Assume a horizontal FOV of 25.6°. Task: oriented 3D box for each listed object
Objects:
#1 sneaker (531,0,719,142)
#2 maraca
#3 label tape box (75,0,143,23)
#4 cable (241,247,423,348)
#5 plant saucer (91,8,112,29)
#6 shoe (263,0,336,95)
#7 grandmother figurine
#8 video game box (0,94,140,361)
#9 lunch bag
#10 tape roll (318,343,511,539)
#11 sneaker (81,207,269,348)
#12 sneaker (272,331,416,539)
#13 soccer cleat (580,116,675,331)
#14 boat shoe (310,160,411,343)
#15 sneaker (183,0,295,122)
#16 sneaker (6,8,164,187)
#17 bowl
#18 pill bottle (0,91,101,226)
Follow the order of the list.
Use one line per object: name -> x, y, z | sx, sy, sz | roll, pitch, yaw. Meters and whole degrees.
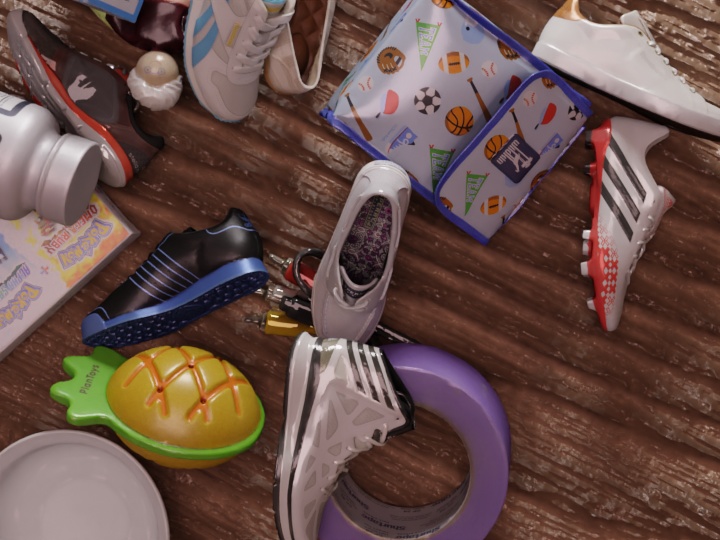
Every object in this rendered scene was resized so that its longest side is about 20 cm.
sneaker -> 0.264, -0.189, 1.457 | 0.200, 0.073, 0.085 | 27, 92, 3
maraca -> -0.188, 0.123, 1.484 | 0.200, 0.137, 0.107 | 14, 120, -2
label tape box -> -0.258, -0.324, 1.465 | 0.200, 0.066, 0.143 | 27, 97, 46
cable -> -0.009, 0.044, 1.515 | 0.200, 0.050, 0.097 | 23, 96, -6
plant saucer -> -0.179, -0.312, 1.517 | 0.200, 0.031, 0.200 | 0, 92, 5
shoe -> -0.048, -0.263, 1.484 | 0.070, 0.053, 0.200 | 4, 97, -23
grandmother figurine -> -0.186, -0.249, 1.478 | 0.121, 0.061, 0.200 | 4, 90, 14
video game box -> -0.347, -0.037, 1.536 | 0.200, 0.047, 0.182 | -42, 90, 5
lunch bag -> 0.091, -0.144, 1.455 | 0.200, 0.124, 0.170 | 39, 96, -11
tape roll -> 0.039, 0.173, 1.469 | 0.200, 0.085, 0.200 | 1, 102, 6
sneaker -> -0.183, 0.009, 1.517 | 0.200, 0.070, 0.078 | -23, 67, 12
sneaker -> -0.012, 0.159, 1.391 | 0.115, 0.076, 0.201 | 7, 101, 8
soccer cleat -> 0.249, -0.043, 1.468 | 0.085, 0.069, 0.200 | 1, 87, 10
boat shoe -> 0.000, 0.000, 1.423 | 0.072, 0.069, 0.200 | 23, 120, -2
sneaker -> -0.107, -0.226, 1.444 | 0.081, 0.076, 0.200 | 23, 121, 33
sneaker -> -0.263, -0.175, 1.523 | 0.082, 0.077, 0.200 | -36, 89, -21
bowl -> -0.271, 0.247, 1.516 | 0.201, 0.090, 0.201 | 0, 92, 6
pill bottle -> -0.346, -0.111, 1.456 | 0.200, 0.111, 0.111 | 20, 94, 7
